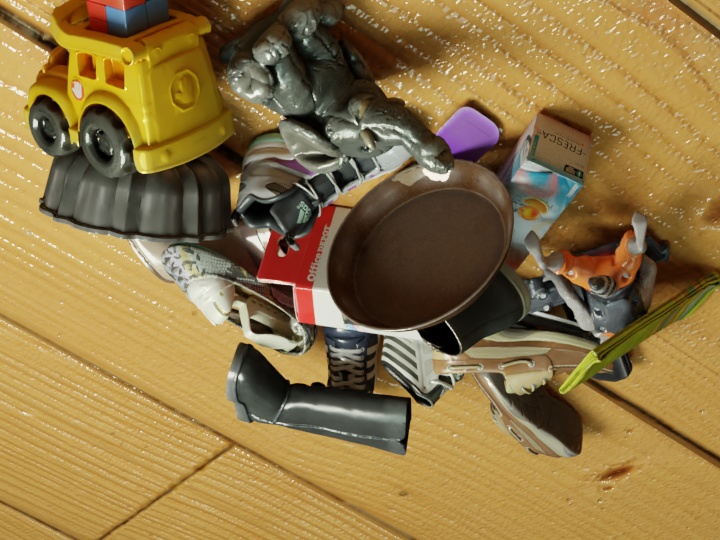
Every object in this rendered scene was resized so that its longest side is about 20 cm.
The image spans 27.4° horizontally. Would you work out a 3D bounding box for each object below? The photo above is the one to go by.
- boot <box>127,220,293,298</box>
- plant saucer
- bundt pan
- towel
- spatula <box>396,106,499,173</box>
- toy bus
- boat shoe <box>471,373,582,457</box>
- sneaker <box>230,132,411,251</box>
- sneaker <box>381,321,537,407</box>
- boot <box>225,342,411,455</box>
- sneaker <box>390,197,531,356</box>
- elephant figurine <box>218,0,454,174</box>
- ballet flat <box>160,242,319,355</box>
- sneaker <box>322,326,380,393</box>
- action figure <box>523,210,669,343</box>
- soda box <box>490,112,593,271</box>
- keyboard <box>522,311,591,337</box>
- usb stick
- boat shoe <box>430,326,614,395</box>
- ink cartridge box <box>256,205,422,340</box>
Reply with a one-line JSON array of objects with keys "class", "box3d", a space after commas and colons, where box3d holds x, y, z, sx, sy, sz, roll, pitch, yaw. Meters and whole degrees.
[{"class": "boot", "box3d": [-0.153, -0.026, 1.652, 0.146, 0.070, 0.200, -25, 128, 32]}, {"class": "plant saucer", "box3d": [0.061, -0.019, 1.432, 0.200, 0.201, 0.035, -8, 143, 27]}, {"class": "bundt pan", "box3d": [-0.225, -0.090, 1.508, 0.201, 0.202, 0.076, 10, 104, 7]}, {"class": "towel", "box3d": [0.291, 0.066, 1.526, 0.018, 0.200, 0.086, 50, 146, 18]}, {"class": "spatula", "box3d": [0.063, -0.104, 1.507, 0.056, 0.021, 0.200, 30, 143, -24]}, {"class": "toy bus", "box3d": [-0.233, -0.203, 1.400, 0.200, 0.136, 0.193, 18, 128, 38]}, {"class": "boat shoe", "box3d": [0.187, 0.166, 1.761, 0.072, 0.076, 0.200, -17, 130, 38]}, {"class": "sneaker", "box3d": [-0.040, -0.078, 1.478, 0.199, 0.140, 0.078, -11, 135, 31]}, {"class": "sneaker", "box3d": [0.119, 0.108, 1.664, 0.200, 0.116, 0.076, 12, 161, 9]}, {"class": "boot", "box3d": [-0.042, 0.145, 1.655, 0.199, 0.066, 0.165, 13, 160, 9]}, {"class": "sneaker", "box3d": [0.065, -0.001, 1.476, 0.200, 0.106, 0.075, 38, 140, 29]}, {"class": "elephant figurine", "box3d": [-0.025, -0.153, 1.379, 0.141, 0.155, 0.200, -39, 111, 21]}, {"class": "ballet flat", "box3d": [-0.131, 0.038, 1.618, 0.200, 0.072, 0.072, 29, 140, -21]}, {"class": "sneaker", "box3d": [-0.017, 0.119, 1.741, 0.070, 0.109, 0.200, 7, 141, 10]}, {"class": "action figure", "box3d": [0.222, 0.023, 1.492, 0.199, 0.105, 0.194, -22, 147, 10]}, {"class": "soda box", "box3d": [0.158, -0.065, 1.484, 0.063, 0.069, 0.200, 23, 142, -6]}, {"class": "keyboard", "box3d": [0.154, 0.038, 1.620, 0.199, 0.011, 0.056, 16, 168, 15]}, {"class": "usb stick", "box3d": [0.256, 0.055, 1.632, 0.055, 0.033, 0.200, 2, 141, 27]}, {"class": "boat shoe", "box3d": [0.172, 0.097, 1.599, 0.199, 0.074, 0.076, 8, 177, 7]}, {"class": "ink cartridge box", "box3d": [0.000, 0.000, 1.582, 0.199, 0.116, 0.067, 9, 143, 10]}]
